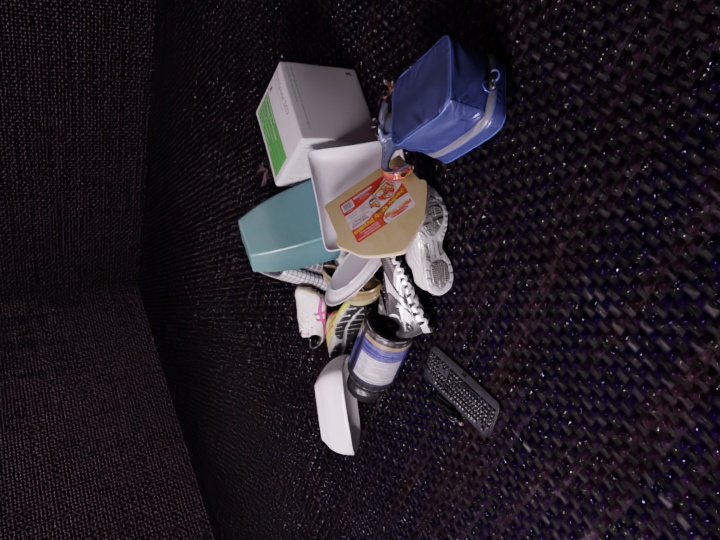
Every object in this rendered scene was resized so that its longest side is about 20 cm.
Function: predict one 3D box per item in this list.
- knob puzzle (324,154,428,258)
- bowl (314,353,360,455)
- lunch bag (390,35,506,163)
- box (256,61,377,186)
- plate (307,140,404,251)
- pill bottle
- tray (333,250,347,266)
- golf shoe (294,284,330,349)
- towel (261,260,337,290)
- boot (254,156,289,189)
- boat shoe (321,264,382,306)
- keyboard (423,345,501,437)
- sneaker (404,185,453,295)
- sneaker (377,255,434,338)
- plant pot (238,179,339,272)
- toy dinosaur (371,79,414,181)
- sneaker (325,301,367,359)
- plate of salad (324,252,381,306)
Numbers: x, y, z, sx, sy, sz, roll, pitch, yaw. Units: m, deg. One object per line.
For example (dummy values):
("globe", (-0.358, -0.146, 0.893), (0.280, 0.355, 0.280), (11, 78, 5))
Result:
("knob puzzle", (0.042, -0.095, 1.092), (0.220, 0.218, 0.031), (51, -179, 41))
("bowl", (-0.052, 0.304, 1.384), (0.200, 0.073, 0.205), (-37, -61, -82))
("lunch bag", (0.151, -0.271, 0.977), (0.199, 0.130, 0.139), (-20, 62, 59))
("box", (-0.095, -0.310, 1.314), (0.171, 0.196, 0.203), (-44, 58, 51))
("plate", (0.004, -0.149, 1.195), (0.032, 0.195, 0.205), (140, 119, -76))
("pill bottle", (0.035, 0.180, 1.273), (0.113, 0.110, 0.203), (55, 140, 38))
("tray", (-0.059, -0.083, 1.394), (0.108, 0.022, 0.203), (-122, 19, -49))
("golf shoe", (-0.117, 0.115, 1.466), (0.071, 0.093, 0.202), (9, 146, 22))
("towel", (-0.156, -0.014, 1.503), (0.199, 0.163, 0.088), (15, 90, 58))
("boot", (-0.192, -0.231, 1.522), (0.199, 0.165, 0.078), (-27, 73, 58))
("boat shoe", (-0.019, 0.027, 1.349), (0.199, 0.073, 0.064), (14, 136, 54))
("keyboard", (0.173, 0.235, 1.121), (0.200, 0.039, 0.106), (41, 129, 50))
("sneaker", (0.113, -0.056, 1.135), (0.099, 0.076, 0.206), (0, 95, 62))
("sneaker", (0.064, 0.043, 1.165), (0.204, 0.089, 0.066), (65, -170, -6))
("plant pot", (-0.157, -0.083, 1.316), (0.142, 0.196, 0.144), (107, 141, -68))
("toy dinosaur", (0.073, -0.254, 1.130), (0.200, 0.102, 0.186), (-58, -20, -88))
("sneaker", (-0.045, 0.120, 1.433), (0.202, 0.076, 0.091), (-64, 38, 40))
("plate of salad", (0.000, 0.000, 1.273), (0.199, 0.048, 0.201), (-41, 21, 20))
